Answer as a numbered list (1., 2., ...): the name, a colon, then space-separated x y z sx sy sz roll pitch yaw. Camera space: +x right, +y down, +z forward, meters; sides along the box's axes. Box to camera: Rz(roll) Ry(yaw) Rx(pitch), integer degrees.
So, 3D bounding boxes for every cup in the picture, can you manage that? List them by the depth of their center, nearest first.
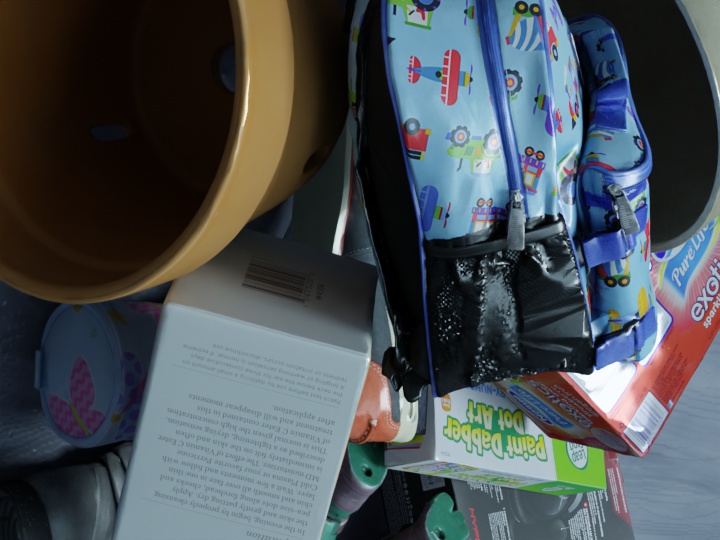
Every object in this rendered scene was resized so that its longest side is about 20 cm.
1. cup: 0.170 -0.131 0.802 0.142 0.200 0.202 -28 134 -24

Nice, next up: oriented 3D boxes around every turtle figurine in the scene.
1. turtle figurine: -0.035 0.190 0.939 0.149 0.101 0.200 31 125 -28

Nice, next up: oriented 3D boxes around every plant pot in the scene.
1. plant pot: -0.093 -0.094 0.686 0.140 0.199 0.202 -13 127 -58

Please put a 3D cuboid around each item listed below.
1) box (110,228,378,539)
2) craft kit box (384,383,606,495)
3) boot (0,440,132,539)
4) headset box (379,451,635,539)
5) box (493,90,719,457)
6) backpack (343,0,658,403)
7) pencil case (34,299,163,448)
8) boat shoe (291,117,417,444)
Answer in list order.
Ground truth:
1. box: -0.062 0.096 0.731 0.096 0.125 0.202 15 110 -3
2. craft kit box: 0.087 0.038 0.968 0.199 0.048 0.200 16 69 -49
3. boot: -0.165 0.194 0.906 0.131 0.070 0.202 -18 133 -42
4. headset box: 0.106 0.135 1.058 0.199 0.077 0.151 -2 76 -44
5. box: 0.162 -0.001 0.902 0.100 0.095 0.201 43 71 -26
6. backpack: 0.062 -0.068 0.692 0.133 0.183 0.202 -7 121 6
7. pencil case: -0.088 0.056 0.864 0.199 0.090 0.084 1 103 -45
8. boat shoe: 0.000 0.000 0.855 0.062 0.071 0.203 8 69 -24
